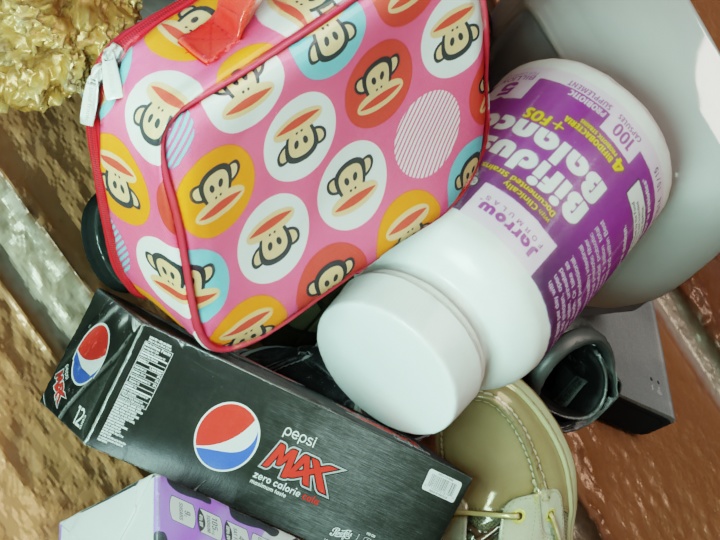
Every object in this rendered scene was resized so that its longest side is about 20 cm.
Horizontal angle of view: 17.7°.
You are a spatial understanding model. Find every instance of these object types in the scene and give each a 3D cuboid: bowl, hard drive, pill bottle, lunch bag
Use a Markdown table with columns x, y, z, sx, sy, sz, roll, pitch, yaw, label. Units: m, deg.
| x | y | z | sx | sy | sz | roll | pitch | yaw | label |
| --- | --- | --- | --- | --- | --- | --- | --- | --- | --- |
| 0.128 | -0.083 | 1.326 | 0.074 | 0.200 | 0.201 | -19 | 75 | -27 | bowl |
| 0.138 | -0.005 | 1.501 | 0.139 | 0.033 | 0.201 | 23 | 49 | -44 | hard drive |
| 0.066 | -0.011 | 1.178 | 0.112 | 0.112 | 0.200 | 53 | 53 | -14 | pill bottle |
| -0.030 | -0.077 | 1.054 | 0.200 | 0.082 | 0.177 | -34 | 139 | -27 | lunch bag |

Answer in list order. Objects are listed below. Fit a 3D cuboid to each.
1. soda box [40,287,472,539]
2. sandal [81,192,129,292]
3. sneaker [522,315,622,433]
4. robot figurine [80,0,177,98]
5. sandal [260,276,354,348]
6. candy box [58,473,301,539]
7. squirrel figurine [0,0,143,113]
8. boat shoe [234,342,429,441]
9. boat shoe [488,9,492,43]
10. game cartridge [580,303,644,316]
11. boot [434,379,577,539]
| x | y | z | sx | sy | sz | roll | pitch | yaw | label |
| --- | --- | --- | --- | --- | --- | --- | --- | --- | --- |
| -0.048 | 0.081 | 1.110 | 0.199 | 0.071 | 0.064 | 28 | 91 | -30 | soda box |
| -0.052 | -0.041 | 1.198 | 0.200 | 0.048 | 0.076 | -29 | 101 | -37 | sandal |
| 0.105 | 0.063 | 1.312 | 0.099 | 0.071 | 0.200 | 48 | -4 | 31 | sneaker |
| -0.062 | -0.153 | 1.185 | 0.113 | 0.170 | 0.200 | 33 | 62 | 16 | robot figurine |
| 0.000 | 0.000 | 1.270 | 0.200 | 0.082 | 0.055 | -15 | 69 | -56 | sandal |
| -0.046 | 0.209 | 1.065 | 0.200 | 0.071 | 0.168 | 30 | 45 | -40 | candy box |
| -0.152 | -0.167 | 1.060 | 0.142 | 0.186 | 0.201 | 24 | 55 | -80 | squirrel figurine |
| -0.009 | 0.067 | 1.218 | 0.200 | 0.068 | 0.072 | 4 | 64 | -53 | boat shoe |
| 0.032 | -0.113 | 1.242 | 0.074 | 0.068 | 0.199 | 53 | 21 | 1 | boat shoe |
| 0.110 | -0.065 | 1.449 | 0.133 | 0.042 | 0.201 | -8 | 66 | -29 | game cartridge |
| 0.060 | 0.165 | 1.203 | 0.155 | 0.072 | 0.201 | -55 | 139 | -50 | boot |
